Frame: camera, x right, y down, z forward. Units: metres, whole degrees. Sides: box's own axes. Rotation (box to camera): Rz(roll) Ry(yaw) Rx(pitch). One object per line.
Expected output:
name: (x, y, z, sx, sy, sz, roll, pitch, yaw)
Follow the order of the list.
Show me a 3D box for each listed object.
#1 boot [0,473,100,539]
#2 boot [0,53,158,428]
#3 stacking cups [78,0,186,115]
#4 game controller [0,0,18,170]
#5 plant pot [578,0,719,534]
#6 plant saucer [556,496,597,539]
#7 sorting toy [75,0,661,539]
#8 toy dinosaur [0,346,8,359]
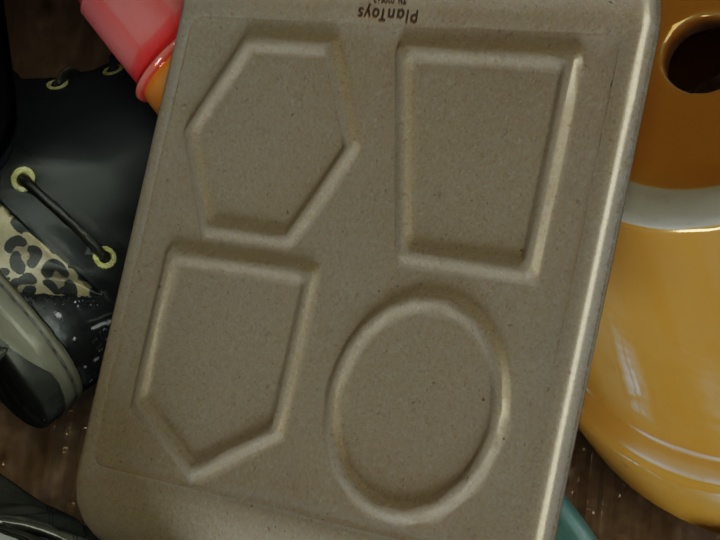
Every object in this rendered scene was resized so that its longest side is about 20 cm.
boot: (-0.133, 0.092, 0.726, 0.198, 0.131, 0.068, 22, 79, 0)
boot: (-0.116, -0.062, 0.792, 0.153, 0.074, 0.204, -33, 77, -19)
stacking cups: (-0.022, -0.029, 0.728, 0.060, 0.061, 0.200, -40, 84, -11)
game controller: (-0.176, -0.104, 0.741, 0.103, 0.042, 0.201, -4, 55, -14)
plant pot: (0.131, -0.033, 0.710, 0.198, 0.183, 0.202, -9, 63, 19)
plant saucer: (0.034, 0.128, 0.725, 0.199, 0.027, 0.202, 25, 49, -33)
sorting toy: (0.000, 0.000, 0.651, 0.184, 0.036, 0.202, 8, 88, 41)
toy dinosaur: (-0.186, 0.065, 0.654, 0.198, 0.102, 0.137, -2, 63, 34)
